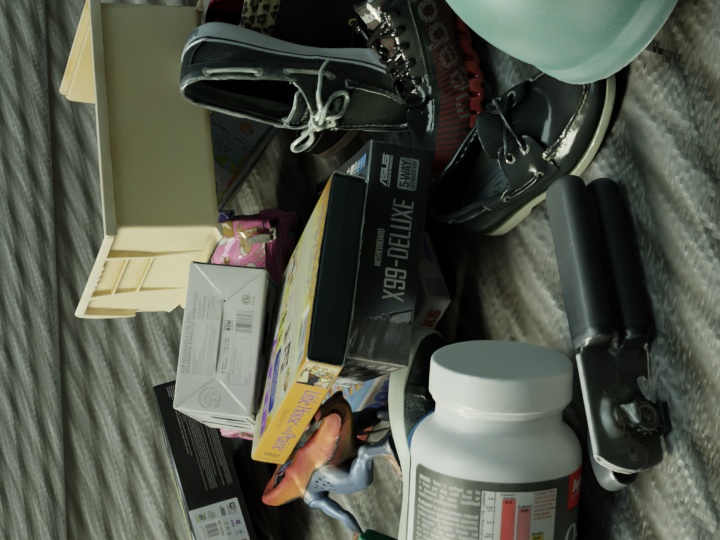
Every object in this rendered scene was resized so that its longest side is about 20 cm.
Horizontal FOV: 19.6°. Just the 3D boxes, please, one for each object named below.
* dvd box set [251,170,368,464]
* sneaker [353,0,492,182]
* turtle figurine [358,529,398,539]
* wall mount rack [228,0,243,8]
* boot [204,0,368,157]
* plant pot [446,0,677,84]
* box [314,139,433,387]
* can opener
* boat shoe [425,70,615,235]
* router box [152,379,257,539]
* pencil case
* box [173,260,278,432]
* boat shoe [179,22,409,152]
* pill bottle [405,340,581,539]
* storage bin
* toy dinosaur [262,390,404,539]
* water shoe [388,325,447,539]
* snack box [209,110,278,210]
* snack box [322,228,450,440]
[{"bbox_3d":[-0.038,0.038,1.496,0.200,0.029,0.147,119,160,-61],"label":"dvd box set"},{"bbox_3d":[0.042,-0.162,1.528,0.071,0.097,0.202,-16,75,60],"label":"sneaker"},{"bbox_3d":[-0.013,0.304,1.609,0.150,0.100,0.201,52,127,32],"label":"turtle figurine"},{"bbox_3d":[-0.040,-0.293,1.677,0.174,0.074,0.201,-78,11,-50],"label":"wall mount rack"},{"bbox_3d":[-0.054,-0.169,1.660,0.200,0.149,0.074,-55,42,48],"label":"boot"},{"bbox_3d":[0.107,-0.233,1.318,0.200,0.133,0.202,-33,50,51],"label":"plant pot"},{"bbox_3d":[0.000,0.000,1.560,0.200,0.049,0.159,152,126,-76],"label":"box"},{"bbox_3d":[0.150,0.040,1.345,0.067,0.053,0.202,-43,50,54],"label":"can opener"},{"bbox_3d":[0.104,-0.087,1.431,0.199,0.066,0.075,-44,51,55],"label":"boat shoe"},{"bbox_3d":[-0.128,0.217,1.836,0.158,0.052,0.201,85,168,-52],"label":"router box"},{"bbox_3d":[-0.086,0.049,1.795,0.086,0.082,0.202,25,-119,-70],"label":"pencil case"},{"bbox_3d":[-0.098,0.065,1.649,0.200,0.060,0.118,59,-144,-82],"label":"box"},{"bbox_3d":[-0.038,-0.132,1.568,0.068,0.198,0.074,-85,16,-44],"label":"boat shoe"},{"bbox_3d":[0.088,0.156,1.380,0.116,0.115,0.202,-152,62,-61],"label":"pill bottle"},{"bbox_3d":[-0.179,-0.086,1.661,0.199,0.093,0.202,127,138,-64],"label":"storage bin"},{"bbox_3d":[-0.029,0.135,1.602,0.181,0.200,0.106,-19,48,35],"label":"toy dinosaur"},{"bbox_3d":[0.071,0.138,1.508,0.078,0.071,0.202,-11,77,36],"label":"water shoe"},{"bbox_3d":[-0.130,-0.087,1.837,0.143,0.053,0.200,-57,2,-41],"label":"snack box"},{"bbox_3d":[0.015,0.058,1.649,0.201,0.024,0.072,119,143,-43],"label":"snack box"}]
